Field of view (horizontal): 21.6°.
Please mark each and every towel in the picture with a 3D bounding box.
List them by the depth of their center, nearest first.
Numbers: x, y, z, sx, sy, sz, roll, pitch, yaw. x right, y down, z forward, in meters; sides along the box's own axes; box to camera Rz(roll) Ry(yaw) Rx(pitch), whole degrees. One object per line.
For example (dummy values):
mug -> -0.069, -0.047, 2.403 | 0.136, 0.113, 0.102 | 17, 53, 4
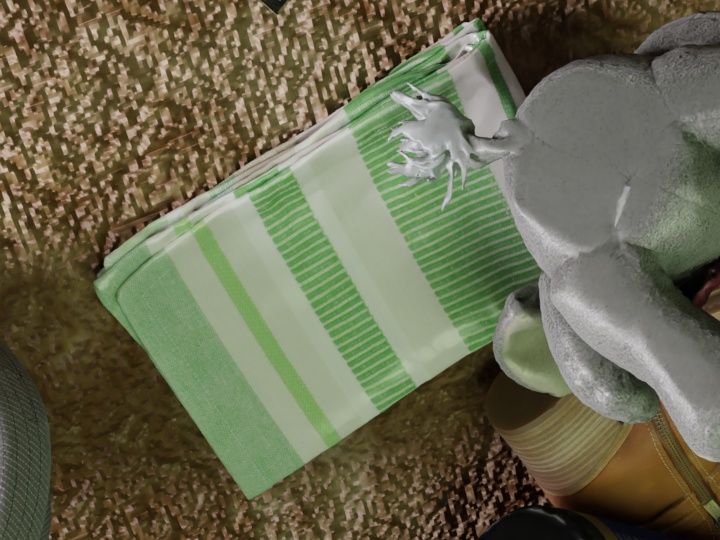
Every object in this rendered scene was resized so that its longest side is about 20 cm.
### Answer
towel -> 0.000, 0.000, 0.832 | 0.199, 0.023, 0.153 | -33, 125, -1

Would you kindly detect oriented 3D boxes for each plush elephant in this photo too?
plush elephant -> 0.122, -0.020, 0.771 | 0.155, 0.199, 0.166 | 19, 90, -62

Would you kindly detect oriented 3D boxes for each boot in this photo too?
boot -> 0.173, 0.055, 0.893 | 0.200, 0.077, 0.155 | -42, 128, 9

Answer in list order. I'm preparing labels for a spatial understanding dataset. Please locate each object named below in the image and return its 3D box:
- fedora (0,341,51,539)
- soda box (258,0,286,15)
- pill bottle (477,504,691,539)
fedora -> -0.202, 0.105, 0.754 | 0.199, 0.178, 0.090 | -35, 154, 2
soda box -> -0.084, -0.184, 0.671 | 0.071, 0.063, 0.200 | -47, 124, 9
pill bottle -> 0.146, 0.183, 0.894 | 0.199, 0.112, 0.112 | 18, 111, -33
